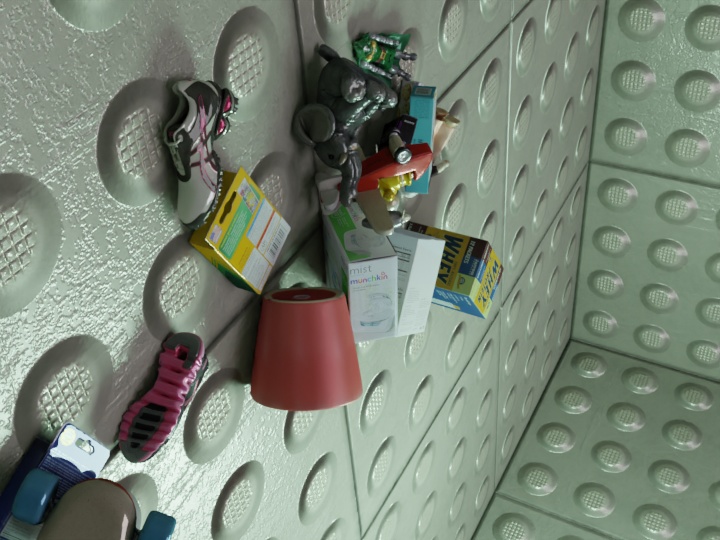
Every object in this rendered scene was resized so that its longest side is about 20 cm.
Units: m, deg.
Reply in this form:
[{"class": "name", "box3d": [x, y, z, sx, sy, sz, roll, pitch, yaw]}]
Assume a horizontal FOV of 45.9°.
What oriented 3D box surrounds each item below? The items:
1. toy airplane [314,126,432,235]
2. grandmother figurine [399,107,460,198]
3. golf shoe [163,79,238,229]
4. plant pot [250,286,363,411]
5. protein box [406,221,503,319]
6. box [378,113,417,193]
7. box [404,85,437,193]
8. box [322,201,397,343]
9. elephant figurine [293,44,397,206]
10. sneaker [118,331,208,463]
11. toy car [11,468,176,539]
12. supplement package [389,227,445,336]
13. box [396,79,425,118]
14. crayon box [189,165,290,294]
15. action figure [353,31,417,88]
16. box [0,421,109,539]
[{"class": "toy airplane", "box3d": [0.018, -0.147, 1.514, 0.201, 0.198, 0.141, -62, 140, -24]}, {"class": "grandmother figurine", "box3d": [0.135, -0.246, 1.809, 0.060, 0.121, 0.201, 1, 126, -41]}, {"class": "golf shoe", "box3d": [-0.231, -0.158, 1.151, 0.088, 0.077, 0.202, 5, 98, -45]}, {"class": "plant pot", "box3d": [-0.096, 0.127, 1.464, 0.200, 0.199, 0.179, -19, 111, -61]}, {"class": "protein box", "box3d": [0.207, 0.002, 1.994, 0.136, 0.199, 0.199, -69, 155, -11]}, {"class": "box", "box3d": [0.054, -0.197, 1.660, 0.143, 0.036, 0.202, -169, -87, -77]}, {"class": "box", "box3d": [0.122, -0.264, 1.719, 0.082, 0.049, 0.202, -71, 165, -61]}, {"class": "box", "box3d": [0.000, 0.000, 1.553, 0.200, 0.096, 0.178, -115, -161, -53]}, {"class": "elephant figurine", "box3d": [-0.040, -0.240, 1.423, 0.141, 0.156, 0.201, 22, 113, -25]}, {"class": "sneaker", "box3d": [-0.279, 0.194, 1.248, 0.096, 0.078, 0.201, 79, 35, -64]}, {"class": "toy car", "box3d": [-0.335, 0.340, 1.070, 0.200, 0.183, 0.178, 143, -33, -83]}, {"class": "supplement package", "box3d": [0.061, 0.015, 1.754, 0.151, 0.150, 0.202, -1, 105, -64]}, {"class": "box", "box3d": [0.095, -0.295, 1.776, 0.039, 0.041, 0.202, -15, 118, -62]}, {"class": "crayon box", "box3d": [-0.187, -0.063, 1.303, 0.127, 0.051, 0.200, -66, 155, -17]}, {"class": "action figure", "box3d": [0.042, -0.401, 1.592, 0.199, 0.054, 0.119, -5, 111, -60]}, {"class": "box", "box3d": [-0.404, 0.295, 1.075, 0.201, 0.032, 0.121, -62, 153, -22]}]
